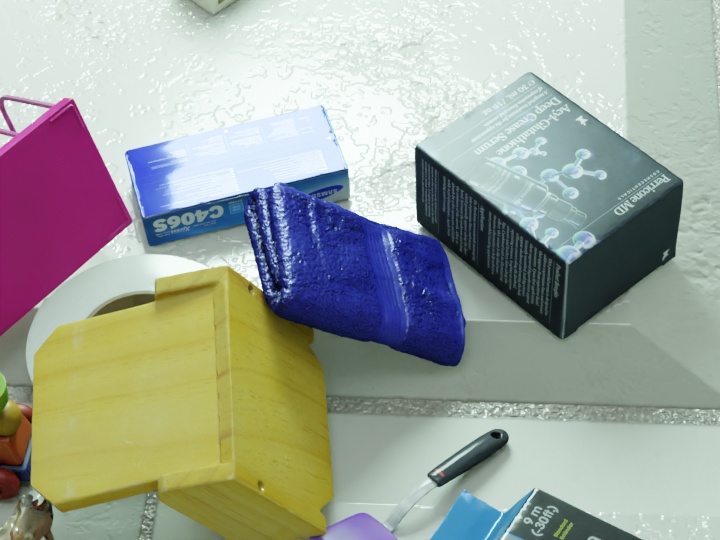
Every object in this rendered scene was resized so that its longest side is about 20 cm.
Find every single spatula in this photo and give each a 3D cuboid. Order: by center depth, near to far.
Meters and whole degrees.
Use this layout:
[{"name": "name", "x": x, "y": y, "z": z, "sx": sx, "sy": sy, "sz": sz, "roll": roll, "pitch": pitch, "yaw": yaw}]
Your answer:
[{"name": "spatula", "x": 0.049, "y": 0.186, "z": 1.523, "sx": 0.200, "sy": 0.021, "sz": 0.056, "roll": -34, "pitch": 51, "yaw": -24}]

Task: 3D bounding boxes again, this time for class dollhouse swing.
[{"name": "dollhouse swing", "x": -0.147, "y": 0.129, "z": 1.522, "sx": 0.175, "sy": 0.182, "sz": 0.200, "roll": -24, "pitch": 52, "yaw": 24}]

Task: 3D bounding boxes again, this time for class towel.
[{"name": "towel", "x": 0.000, "y": 0.000, "z": 1.602, "sx": 0.200, "sy": 0.050, "sz": 0.148, "roll": 16, "pitch": 39, "yaw": -33}]

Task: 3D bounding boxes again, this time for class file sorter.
[{"name": "file sorter", "x": -0.338, "y": -0.049, "z": 1.665, "sx": 0.125, "sy": 0.139, "sz": 0.200, "roll": 13, "pitch": 47, "yaw": 43}]

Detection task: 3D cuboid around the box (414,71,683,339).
[{"name": "box", "x": 0.168, "y": -0.062, "z": 1.675, "sx": 0.148, "sy": 0.107, "sz": 0.200, "roll": -34, "pitch": 56, "yaw": -24}]

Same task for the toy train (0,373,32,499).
[{"name": "toy train", "x": -0.297, "y": 0.127, "z": 1.536, "sx": 0.199, "sy": 0.116, "sz": 0.085, "roll": 3, "pitch": 50, "yaw": 7}]

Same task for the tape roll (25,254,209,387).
[{"name": "tape roll", "x": -0.195, "y": 0.070, "z": 1.631, "sx": 0.202, "sy": 0.037, "sz": 0.203, "roll": -2, "pitch": 50, "yaw": 2}]

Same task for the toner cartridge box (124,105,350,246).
[{"name": "toner cartridge box", "x": -0.117, "y": -0.092, "z": 1.762, "sx": 0.199, "sy": 0.043, "sz": 0.095, "roll": -14, "pitch": 50, "yaw": -7}]

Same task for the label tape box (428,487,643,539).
[{"name": "label tape box", "x": 0.131, "y": 0.250, "z": 1.435, "sx": 0.200, "sy": 0.066, "sz": 0.143, "roll": 25, "pitch": 55, "yaw": 21}]

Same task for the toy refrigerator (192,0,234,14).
[{"name": "toy refrigerator", "x": -0.105, "y": -0.362, "z": 1.976, "sx": 0.200, "sy": 0.076, "sz": 0.070, "roll": -37, "pitch": 56, "yaw": -26}]

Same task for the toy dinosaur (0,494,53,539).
[{"name": "toy dinosaur", "x": -0.327, "y": 0.260, "z": 1.442, "sx": 0.200, "sy": 0.136, "sz": 0.086, "roll": -41, "pitch": 53, "yaw": 8}]
